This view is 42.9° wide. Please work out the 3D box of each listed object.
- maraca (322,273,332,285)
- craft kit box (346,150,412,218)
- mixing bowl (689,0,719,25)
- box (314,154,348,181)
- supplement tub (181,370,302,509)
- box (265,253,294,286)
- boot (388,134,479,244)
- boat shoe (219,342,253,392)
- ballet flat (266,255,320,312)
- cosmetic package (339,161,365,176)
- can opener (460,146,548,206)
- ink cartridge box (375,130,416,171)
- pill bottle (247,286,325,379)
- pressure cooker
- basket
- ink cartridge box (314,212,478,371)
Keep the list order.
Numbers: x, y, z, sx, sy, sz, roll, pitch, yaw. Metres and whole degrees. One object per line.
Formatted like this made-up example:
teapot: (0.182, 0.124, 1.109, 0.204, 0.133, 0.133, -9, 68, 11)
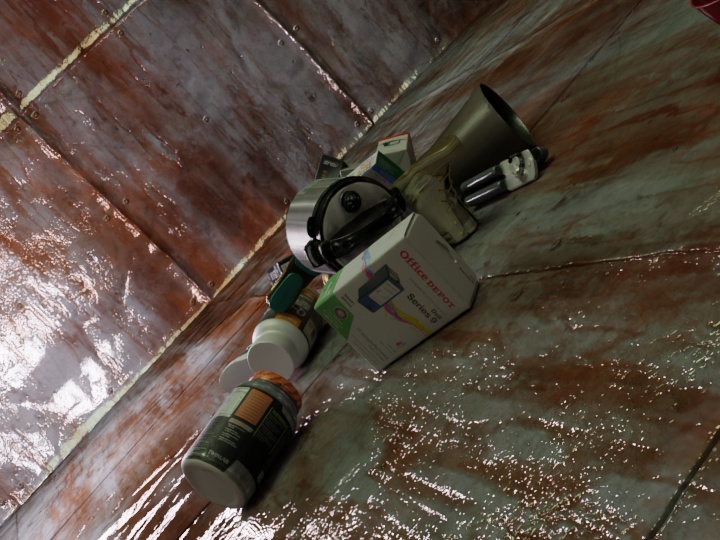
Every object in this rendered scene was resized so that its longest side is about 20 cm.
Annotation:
maraca: (0.000, 0.000, 1.732, 0.106, 0.139, 0.199, 1, -11, -38)
craft kit box: (0.040, -0.108, 1.742, 0.197, 0.199, 0.049, -36, 30, 35)
mixing bowl: (0.532, -0.364, 1.156, 0.200, 0.108, 0.200, -42, 13, 12)
box: (-0.071, -0.154, 1.923, 0.200, 0.048, 0.160, -35, -38, -85)
supplement tub: (-0.180, 0.261, 1.440, 0.122, 0.123, 0.200, -31, 18, 49)
box: (-0.092, -0.031, 1.899, 0.199, 0.050, 0.158, -29, 1, -17)
boot: (0.149, -0.131, 1.557, 0.072, 0.155, 0.200, -44, 3, -34)
boat shoe: (-0.214, 0.182, 1.940, 0.200, 0.072, 0.068, -40, 14, 11)
ballet flat: (-0.108, -0.006, 1.737, 0.200, 0.068, 0.073, -51, 18, 19)
cosmetic package: (0.014, -0.168, 1.890, 0.089, 0.108, 0.200, -7, 8, 5)
can opener: (0.250, -0.159, 1.598, 0.066, 0.053, 0.199, -11, -7, -34)
ink cartridge box: (0.079, -0.203, 1.836, 0.066, 0.117, 0.200, -13, 17, 8)
pill bottle: (-0.144, 0.122, 1.794, 0.116, 0.116, 0.200, -37, 14, 31)
pressure cooker: (-0.024, -0.074, 1.575, 0.199, 0.177, 0.178, 5, 79, 63)
basket: (0.209, -0.225, 1.736, 0.200, 0.135, 0.181, -46, 36, 22)
ink cartridge box: (0.053, 0.033, 1.356, 0.200, 0.145, 0.088, -38, 14, 30)
